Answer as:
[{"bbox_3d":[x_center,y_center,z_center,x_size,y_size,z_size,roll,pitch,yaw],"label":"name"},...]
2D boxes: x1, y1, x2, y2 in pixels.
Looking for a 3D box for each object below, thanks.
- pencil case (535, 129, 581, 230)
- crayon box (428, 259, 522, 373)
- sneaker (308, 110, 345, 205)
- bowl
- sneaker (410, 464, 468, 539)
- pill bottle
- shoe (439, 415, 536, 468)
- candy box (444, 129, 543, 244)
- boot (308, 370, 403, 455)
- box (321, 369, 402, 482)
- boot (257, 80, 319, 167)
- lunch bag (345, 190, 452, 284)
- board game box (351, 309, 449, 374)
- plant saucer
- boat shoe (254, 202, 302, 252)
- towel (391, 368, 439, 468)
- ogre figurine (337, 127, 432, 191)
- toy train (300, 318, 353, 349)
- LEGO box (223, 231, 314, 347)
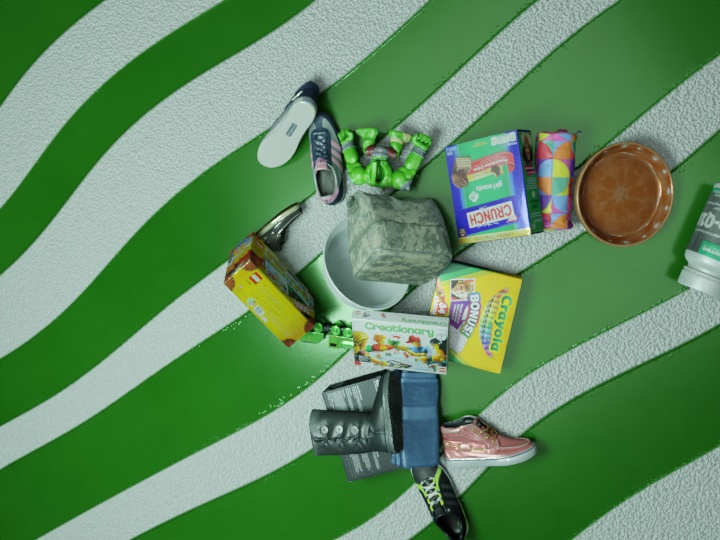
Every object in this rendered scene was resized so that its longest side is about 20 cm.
[{"bbox_3d":[0.389,-0.181,1.473,0.086,0.088,0.205,4,97,11],"label":"pencil case"},{"bbox_3d":[0.231,0.092,1.543,0.169,0.058,0.204,13,98,10],"label":"crayon box"},{"bbox_3d":[-0.074,-0.240,1.564,0.069,0.082,0.204,-12,92,13],"label":"sneaker"},{"bbox_3d":[0.000,0.000,1.547,0.197,0.090,0.205,9,65,-21],"label":"bowl"},{"bbox_3d":[0.174,0.493,1.579,0.071,0.083,0.202,-33,88,12],"label":"sneaker"},{"bbox_3d":[0.689,-0.054,1.405,0.111,0.113,0.203,21,99,9],"label":"pill bottle"},{"bbox_3d":[0.266,0.355,1.553,0.196,0.071,0.093,-10,99,17],"label":"shoe"},{"bbox_3d":[0.266,-0.162,1.472,0.167,0.076,0.204,-7,94,39],"label":"candy box"},{"bbox_3d":[-0.014,0.297,1.532,0.197,0.065,0.168,-8,76,30],"label":"boot"},{"bbox_3d":[0.016,0.334,1.601,0.139,0.079,0.204,-16,91,15],"label":"box"},{"bbox_3d":[-0.149,-0.311,1.586,0.072,0.091,0.200,33,129,-20],"label":"boot"},{"bbox_3d":[0.073,-0.075,1.479,0.196,0.139,0.171,4,62,-27],"label":"lunch bag"},{"bbox_3d":[0.082,0.146,1.508,0.196,0.035,0.128,4,126,11],"label":"board game box"},{"bbox_3d":[0.516,-0.149,1.455,0.196,0.032,0.205,-1,96,-5],"label":"plant saucer"},{"bbox_3d":[-0.196,-0.068,1.616,0.200,0.072,0.066,-38,97,13],"label":"boat shoe"},{"bbox_3d":[0.118,0.310,1.555,0.110,0.048,0.204,7,76,-31],"label":"towel"},{"bbox_3d":[0.042,-0.231,1.535,0.196,0.098,0.122,10,86,-1],"label":"ogre figurine"},{"bbox_3d":[-0.043,0.143,1.616,0.196,0.042,0.058,9,107,11],"label":"toy train"},{"bbox_3d":[-0.187,0.039,1.545,0.077,0.150,0.200,-37,113,12],"label":"LEGO box"}]
